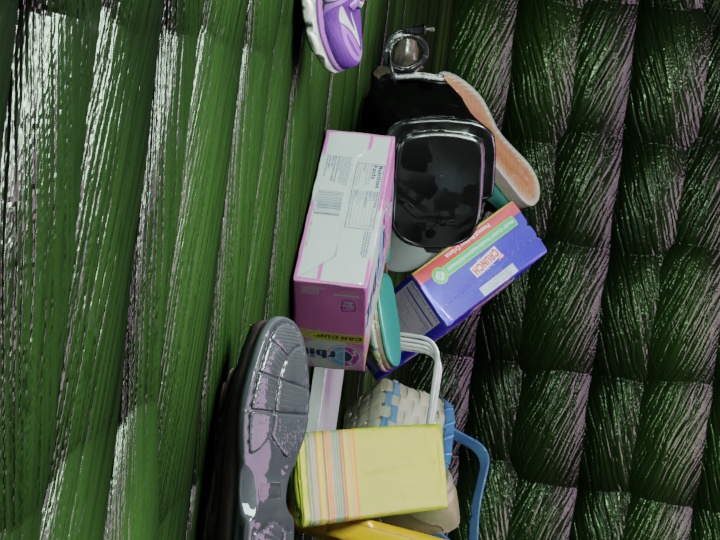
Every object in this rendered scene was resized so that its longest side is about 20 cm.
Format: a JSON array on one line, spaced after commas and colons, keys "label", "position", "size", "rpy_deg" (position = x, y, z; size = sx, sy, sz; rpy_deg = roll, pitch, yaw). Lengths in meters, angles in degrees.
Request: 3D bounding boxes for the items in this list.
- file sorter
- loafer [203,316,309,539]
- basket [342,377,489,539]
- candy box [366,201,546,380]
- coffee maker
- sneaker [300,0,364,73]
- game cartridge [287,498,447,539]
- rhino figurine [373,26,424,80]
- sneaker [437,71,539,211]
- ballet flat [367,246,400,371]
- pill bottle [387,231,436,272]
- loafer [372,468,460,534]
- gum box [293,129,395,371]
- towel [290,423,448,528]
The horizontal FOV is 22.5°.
[{"label": "file sorter", "position": [0.017, 0.134, 1.887], "size": [0.200, 0.124, 0.139], "rpy_deg": [64, 34, -82]}, {"label": "loafer", "position": [-0.080, 0.130, 1.223], "size": [0.072, 0.063, 0.200], "rpy_deg": [21, 69, -54]}, {"label": "basket", "position": [0.070, 0.236, 2.200], "size": [0.139, 0.200, 0.177], "rpy_deg": [-46, -161, 37]}, {"label": "candy box", "position": [0.094, 0.026, 2.047], "size": [0.169, 0.077, 0.200], "rpy_deg": [-34, 176, -31]}, {"label": "coffee maker", "position": [0.060, -0.136, 1.875], "size": [0.200, 0.134, 0.192], "rpy_deg": [-115, -176, -73]}, {"label": "sneaker", "position": [0.000, -0.243, 1.358], "size": [0.081, 0.083, 0.200], "rpy_deg": [-70, 168, -67]}, {"label": "game cartridge", "position": [0.030, 0.267, 1.777], "size": [0.176, 0.200, 0.033], "rpy_deg": [76, 31, -78]}, {"label": "rhino figurine", "position": [0.043, -0.201, 2.069], "size": [0.088, 0.060, 0.200], "rpy_deg": [83, 13, -56]}, {"label": "sneaker", "position": [0.123, -0.141, 2.105], "size": [0.200, 0.080, 0.071], "rpy_deg": [51, 42, -24]}, {"label": "ballet flat", "position": [0.000, 0.000, 1.761], "size": [0.069, 0.071, 0.201], "rpy_deg": [17, 70, -74]}, {"label": "pill bottle", "position": [0.055, -0.067, 2.096], "size": [0.200, 0.110, 0.111], "rpy_deg": [-68, 165, -70]}, {"label": "loafer", "position": [0.025, 0.254, 1.899], "size": [0.076, 0.200, 0.068], "rpy_deg": [-40, 109, -40]}, {"label": "gum box", "position": [-0.012, -0.024, 1.632], "size": [0.114, 0.066, 0.200], "rpy_deg": [91, 8, -48]}, {"label": "towel", "position": [0.009, 0.191, 1.705], "size": [0.200, 0.018, 0.086], "rpy_deg": [1, 83, -46]}]
